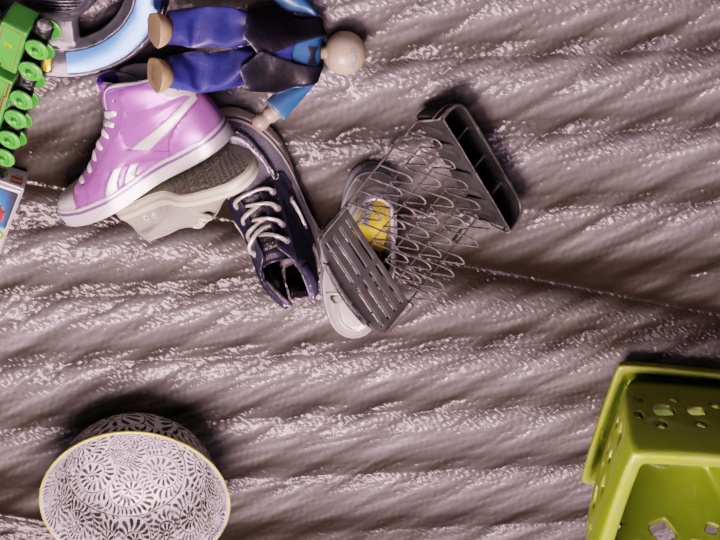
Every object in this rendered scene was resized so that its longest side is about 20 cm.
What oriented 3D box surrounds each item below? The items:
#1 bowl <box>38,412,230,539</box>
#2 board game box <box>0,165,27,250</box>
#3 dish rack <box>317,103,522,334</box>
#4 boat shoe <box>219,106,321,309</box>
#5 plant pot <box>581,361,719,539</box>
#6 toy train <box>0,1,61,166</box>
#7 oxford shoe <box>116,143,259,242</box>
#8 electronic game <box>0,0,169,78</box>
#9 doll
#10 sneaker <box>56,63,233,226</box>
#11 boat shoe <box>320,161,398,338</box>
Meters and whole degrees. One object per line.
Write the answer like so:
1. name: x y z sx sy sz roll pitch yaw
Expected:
1. bowl: -0.236 0.216 1.900 0.200 0.094 0.201 -1 127 -1
2. board game box: -0.414 -0.031 1.742 0.126 0.035 0.200 19 124 -15
3. dish rack: 0.052 -0.043 1.681 0.200 0.054 0.154 -50 126 -20
4. boat shoe: -0.089 -0.056 1.701 0.074 0.093 0.200 -23 124 15
5. plant pot: 0.339 0.208 1.867 0.199 0.182 0.200 6 126 -7
6. toy train: -0.316 -0.165 1.613 0.056 0.042 0.200 26 141 -6
7. oxford shoe: -0.153 -0.069 1.666 0.200 0.075 0.058 -15 122 48
8. electronic game: -0.266 -0.257 1.574 0.199 0.042 0.201 -1 127 -1
9. doll: -0.090 -0.192 1.605 0.199 0.048 0.137 -5 105 -23
10. sneaker: -0.225 -0.126 1.661 0.200 0.073 0.114 -30 114 24
11. boat shoe: 0.005 0.000 1.753 0.074 0.086 0.203 8 126 -8
